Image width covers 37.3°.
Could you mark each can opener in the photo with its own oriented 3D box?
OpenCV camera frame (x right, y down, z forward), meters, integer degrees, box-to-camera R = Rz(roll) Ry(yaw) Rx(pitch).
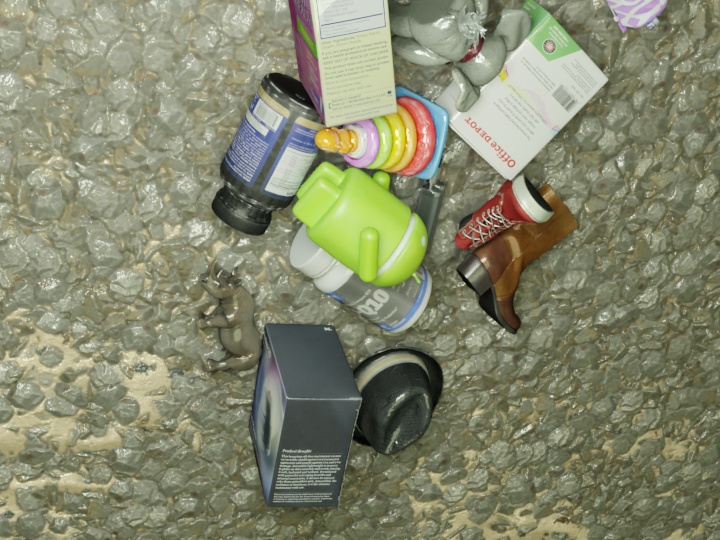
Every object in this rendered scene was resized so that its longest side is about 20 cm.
[{"bbox_3d":[0.095,-0.116,1.575,0.065,0.053,0.203,15,118,15],"label":"can opener"}]

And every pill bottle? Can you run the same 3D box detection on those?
[{"bbox_3d":[-0.123,-0.154,1.444,0.111,0.112,0.202,21,112,-26],"label":"pill bottle"},{"bbox_3d":[0.000,0.000,1.568,0.199,0.114,0.114,32,107,-29],"label":"pill bottle"}]

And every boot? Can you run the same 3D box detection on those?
[{"bbox_3d":[0.262,-0.015,1.684,0.200,0.068,0.189,-43,123,-5],"label":"boot"},{"bbox_3d":[0.200,-0.071,1.542,0.144,0.200,0.073,-39,96,9],"label":"boot"}]

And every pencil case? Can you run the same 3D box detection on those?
[{"bbox_3d":[0.338,-0.417,1.450,0.085,0.085,0.200,-30,125,30],"label":"pencil case"}]

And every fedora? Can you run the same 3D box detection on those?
[{"bbox_3d":[0.057,0.225,1.727,0.197,0.092,0.203,-7,121,-12],"label":"fedora"}]

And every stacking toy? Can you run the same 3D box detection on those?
[{"bbox_3d":[0.015,-0.176,1.427,0.198,0.116,0.111,-12,126,-44],"label":"stacking toy"}]

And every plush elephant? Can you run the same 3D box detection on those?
[{"bbox_3d":[0.132,-0.310,1.404,0.165,0.200,0.155,-43,136,3],"label":"plush elephant"}]

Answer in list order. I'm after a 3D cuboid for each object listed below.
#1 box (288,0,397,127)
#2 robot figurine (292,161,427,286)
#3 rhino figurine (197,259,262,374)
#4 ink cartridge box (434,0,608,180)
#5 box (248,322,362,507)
[{"bbox_3d":[-0.029,-0.313,1.340,0.095,0.177,0.203,-12,122,-9],"label":"box"},{"bbox_3d":[0.007,-0.058,1.445,0.199,0.176,0.116,36,118,-16],"label":"robot figurine"},{"bbox_3d":[-0.197,0.069,1.583,0.086,0.060,0.203,-10,120,-7],"label":"rhino figurine"},{"bbox_3d":[0.224,-0.253,1.505,0.144,0.084,0.200,37,104,-30],"label":"ink cartridge box"},{"bbox_3d":[-0.091,0.215,1.616,0.121,0.201,0.201,4,118,-17],"label":"box"}]
